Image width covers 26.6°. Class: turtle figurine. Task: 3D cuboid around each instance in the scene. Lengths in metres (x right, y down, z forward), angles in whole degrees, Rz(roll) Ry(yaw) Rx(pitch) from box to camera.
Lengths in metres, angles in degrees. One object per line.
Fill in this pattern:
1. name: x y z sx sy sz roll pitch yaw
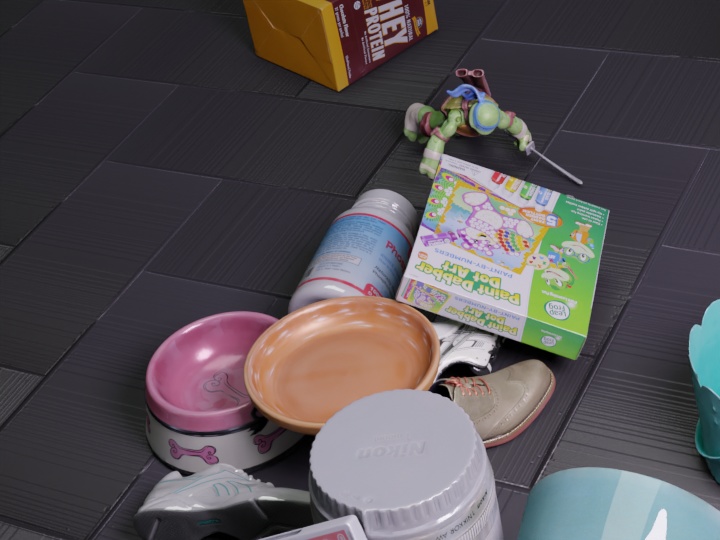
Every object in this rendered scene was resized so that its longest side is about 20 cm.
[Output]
1. turtle figurine: 0.135 -0.150 1.890 0.144 0.200 0.194 -43 21 -3

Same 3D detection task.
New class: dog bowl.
1. dog bowl: -0.140 0.123 1.613 0.198 0.074 0.201 -8 37 6

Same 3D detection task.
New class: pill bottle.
1. pill bottle: 0.000 0.000 1.703 0.108 0.109 0.201 4 40 21

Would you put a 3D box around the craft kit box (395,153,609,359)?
1. craft kit box: 0.154 -0.018 1.610 0.198 0.049 0.198 18 49 0

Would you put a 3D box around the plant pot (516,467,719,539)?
1. plant pot: 0.201 0.282 1.212 0.199 0.201 0.162 9 51 26

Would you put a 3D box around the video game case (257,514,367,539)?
1. video game case: -0.059 0.290 1.263 0.199 0.144 0.017 -20 8 31

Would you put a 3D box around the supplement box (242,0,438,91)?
1. supplement box: -0.032 -0.386 2.196 0.199 0.134 0.197 -35 42 -27

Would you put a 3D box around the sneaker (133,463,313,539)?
1. sneaker: -0.120 0.222 1.481 0.198 0.071 0.081 -1 35 16

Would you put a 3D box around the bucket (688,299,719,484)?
1. bucket: 0.403 0.117 1.408 0.205 0.136 0.208 -7 36 5

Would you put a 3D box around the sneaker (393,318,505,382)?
1. sneaker: 0.122 0.082 1.606 0.199 0.076 0.088 -29 57 -18

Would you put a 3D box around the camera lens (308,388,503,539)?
1. camera lens: 0.043 0.225 1.319 0.158 0.201 0.161 -8 36 6

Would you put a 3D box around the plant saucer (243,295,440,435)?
1. plant saucer: -0.017 0.100 1.518 0.198 0.038 0.201 -8 36 6

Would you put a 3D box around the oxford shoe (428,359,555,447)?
1. oxford shoe: 0.112 0.135 1.520 0.199 0.075 0.070 -30 40 -21

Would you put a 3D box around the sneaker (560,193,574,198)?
1. sneaker: 0.150 -0.043 1.741 0.199 0.078 0.112 -32 42 -24
